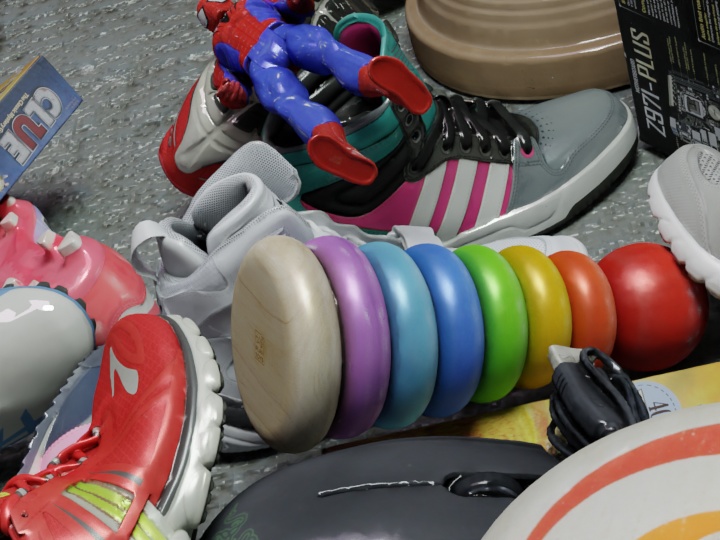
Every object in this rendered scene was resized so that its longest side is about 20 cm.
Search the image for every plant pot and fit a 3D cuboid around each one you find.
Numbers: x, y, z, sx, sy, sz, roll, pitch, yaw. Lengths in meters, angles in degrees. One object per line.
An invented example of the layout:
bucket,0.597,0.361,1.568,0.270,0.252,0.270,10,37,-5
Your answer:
plant pot,0.115,-0.184,1.127,0.200,0.093,0.201,-11,34,8

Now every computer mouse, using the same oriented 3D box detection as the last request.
computer mouse,0.019,0.089,0.743,0.199,0.053,0.139,-19,34,0

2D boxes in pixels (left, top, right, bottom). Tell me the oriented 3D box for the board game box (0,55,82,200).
board game box,-0.235,-0.017,1.039,0.135,0.035,0.200,-28,21,40

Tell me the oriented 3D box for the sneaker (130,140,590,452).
sneaker,0.000,0.000,0.882,0.199,0.115,0.075,-18,33,-1

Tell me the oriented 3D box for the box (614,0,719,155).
box,0.190,-0.134,0.915,0.086,0.200,0.164,-29,34,-20

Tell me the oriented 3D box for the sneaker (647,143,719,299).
sneaker,0.195,-0.009,0.814,0.075,0.082,0.200,10,21,-40

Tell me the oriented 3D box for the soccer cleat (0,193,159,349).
soccer cleat,-0.150,0.012,0.995,0.067,0.076,0.200,-51,23,-12

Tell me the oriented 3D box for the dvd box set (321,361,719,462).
dvd box set,0.083,0.100,0.772,0.199,0.029,0.146,-12,33,8

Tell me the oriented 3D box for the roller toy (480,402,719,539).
roller toy,0.116,0.134,0.596,0.200,0.140,0.183,-24,36,-8

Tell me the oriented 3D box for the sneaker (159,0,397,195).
sneaker,-0.049,-0.101,1.087,0.085,0.077,0.200,-43,1,36

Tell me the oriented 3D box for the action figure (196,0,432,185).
action figure,-0.034,-0.095,0.918,0.066,0.052,0.200,-57,27,4

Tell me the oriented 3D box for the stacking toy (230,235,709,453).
stacking toy,0.053,0.022,0.829,0.199,0.086,0.085,-5,28,-21

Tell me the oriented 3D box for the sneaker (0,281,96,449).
sneaker,-0.203,0.070,0.894,0.200,0.072,0.073,-27,19,9

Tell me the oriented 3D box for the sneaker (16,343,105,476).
sneaker,-0.103,0.106,0.835,0.082,0.070,0.200,13,37,5

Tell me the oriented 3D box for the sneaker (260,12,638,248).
sneaker,0.034,-0.071,0.966,0.200,0.121,0.084,-26,33,-15

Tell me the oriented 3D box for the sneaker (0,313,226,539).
sneaker,-0.101,0.088,0.735,0.085,0.077,0.200,19,47,-14
